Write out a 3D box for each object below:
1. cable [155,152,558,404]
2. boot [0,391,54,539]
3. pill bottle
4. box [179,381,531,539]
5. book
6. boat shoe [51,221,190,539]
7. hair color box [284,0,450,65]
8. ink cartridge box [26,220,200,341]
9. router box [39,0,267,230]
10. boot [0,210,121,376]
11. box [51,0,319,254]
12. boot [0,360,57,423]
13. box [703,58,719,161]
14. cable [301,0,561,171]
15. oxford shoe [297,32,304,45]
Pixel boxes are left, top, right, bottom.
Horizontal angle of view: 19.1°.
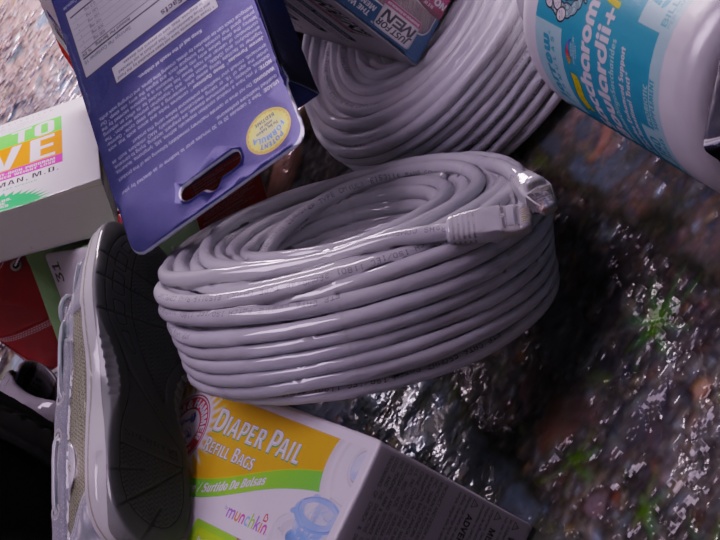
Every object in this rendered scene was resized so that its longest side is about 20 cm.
[{"bbox_3d":[0.000,0.000,1.054,0.199,0.070,0.200,-17,15,2],"label":"cable"},{"bbox_3d":[-0.201,0.159,1.181,0.158,0.210,0.079,-58,13,-6],"label":"boot"},{"bbox_3d":[0.148,-0.112,0.999,0.111,0.110,0.200,-57,31,4],"label":"pill bottle"},{"bbox_3d":[-0.029,0.132,1.053,0.200,0.101,0.113,13,74,57],"label":"box"},{"bbox_3d":[-0.214,-0.044,1.285,0.133,0.048,0.200,-17,18,-3],"label":"book"},{"bbox_3d":[-0.127,0.063,1.085,0.065,0.074,0.203,-32,47,30],"label":"boat shoe"},{"bbox_3d":[-0.045,-0.178,1.184,0.200,0.100,0.061,23,83,50],"label":"hair color box"},{"bbox_3d":[-0.143,0.049,1.253,0.048,0.146,0.199,-27,13,-38],"label":"ink cartridge box"},{"bbox_3d":[-0.125,-0.109,1.246,0.049,0.180,0.200,-31,68,-8],"label":"router box"},{"bbox_3d":[-0.185,-0.017,1.357,0.200,0.144,0.073,-38,36,28],"label":"boot"},{"bbox_3d":[-0.093,-0.116,1.099,0.121,0.032,0.201,-33,61,25],"label":"box"},{"bbox_3d":[-0.205,0.103,1.320,0.200,0.073,0.096,17,98,64],"label":"boot"},{"bbox_3d":[0.255,-0.127,0.819,0.196,0.117,0.201,-14,54,50],"label":"box"},{"bbox_3d":[0.050,-0.141,1.198,0.200,0.069,0.201,-32,41,37],"label":"cable"},{"bbox_3d":[-0.060,-0.150,1.339,0.200,0.072,0.072,-41,55,42],"label":"oxford shoe"}]
